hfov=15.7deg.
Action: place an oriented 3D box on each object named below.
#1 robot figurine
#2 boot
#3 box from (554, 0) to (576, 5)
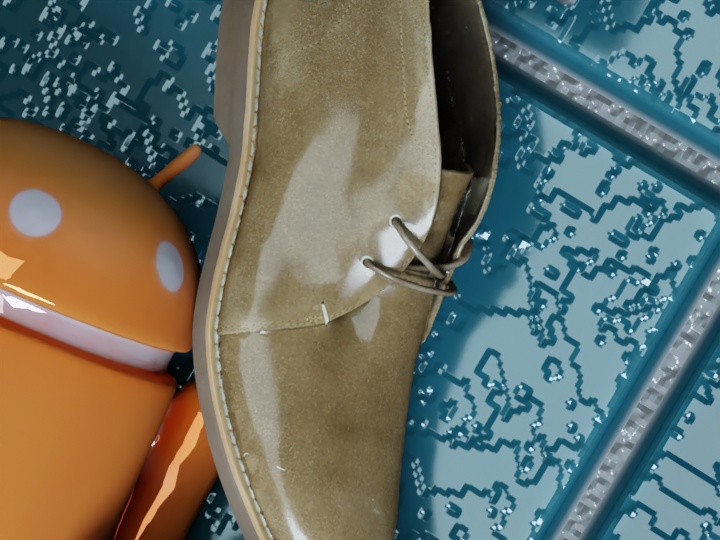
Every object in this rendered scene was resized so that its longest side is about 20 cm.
[{"bbox_3d":[-0.120,0.040,0.783,0.143,0.117,0.201,24,91,13],"label":"robot figurine"},{"bbox_3d":[0.000,0.000,0.772,0.075,0.073,0.202,-5,83,37],"label":"boot"},{"bbox_3d":[0.031,-0.202,0.773,0.147,0.104,0.201,25,92,14],"label":"box"}]
